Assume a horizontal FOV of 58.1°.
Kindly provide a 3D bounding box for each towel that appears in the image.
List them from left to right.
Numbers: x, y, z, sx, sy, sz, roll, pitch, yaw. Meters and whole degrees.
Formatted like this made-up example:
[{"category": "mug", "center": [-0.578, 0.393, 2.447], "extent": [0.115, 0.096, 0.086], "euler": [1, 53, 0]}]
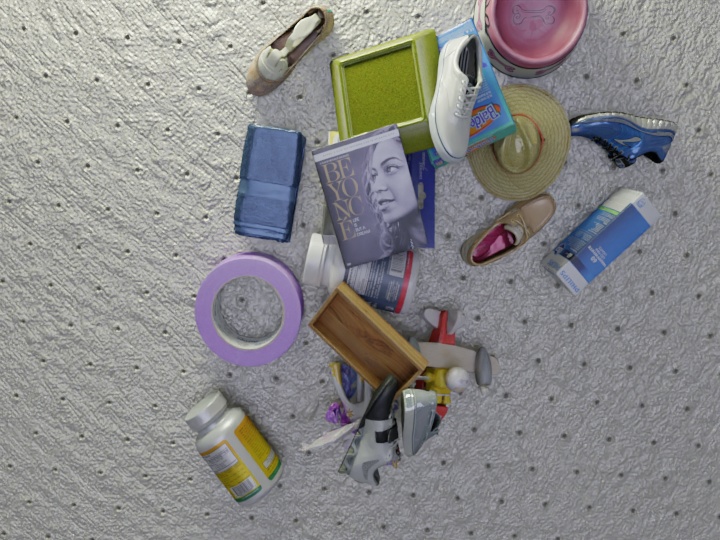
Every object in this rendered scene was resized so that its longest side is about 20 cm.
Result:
[{"category": "towel", "center": [-0.165, -0.157, 1.168], "extent": [0.109, 0.049, 0.205], "euler": [10, 102, -3]}]

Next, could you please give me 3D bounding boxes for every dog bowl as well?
[{"category": "dog bowl", "center": [0.294, -0.434, 1.100], "extent": [0.195, 0.074, 0.205], "euler": [0, 101, 0]}]

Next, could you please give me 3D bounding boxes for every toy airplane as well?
[{"category": "toy airplane", "center": [0.157, 0.169, 1.187], "extent": [0.198, 0.141, 0.202], "euler": [-34, 115, -14]}]

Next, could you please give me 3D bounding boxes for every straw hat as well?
[{"category": "straw hat", "center": [0.270, -0.216, 1.116], "extent": [0.196, 0.085, 0.206], "euler": [4, 105, 15]}]

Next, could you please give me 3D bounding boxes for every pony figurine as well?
[{"category": "pony figurine", "center": [-0.005, 0.268, 1.201], "extent": [0.191, 0.164, 0.205], "euler": [-21, 72, 40]}]

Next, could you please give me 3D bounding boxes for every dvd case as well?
[{"category": "dvd case", "center": [0.016, -0.119, 1.061], "extent": [0.145, 0.016, 0.205], "euler": [-15, 100, 5]}]

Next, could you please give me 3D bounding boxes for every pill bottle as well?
[{"category": "pill bottle", "center": [-0.244, 0.336, 1.236], "extent": [0.112, 0.113, 0.202], "euler": [-34, 100, 7]}, {"category": "pill bottle", "center": [0.000, 0.000, 1.165], "extent": [0.195, 0.120, 0.122], "euler": [13, 102, -2]}]

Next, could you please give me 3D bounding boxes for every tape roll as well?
[{"category": "tape roll", "center": [-0.204, 0.071, 1.207], "extent": [0.195, 0.066, 0.205], "euler": [0, 102, 1]}]

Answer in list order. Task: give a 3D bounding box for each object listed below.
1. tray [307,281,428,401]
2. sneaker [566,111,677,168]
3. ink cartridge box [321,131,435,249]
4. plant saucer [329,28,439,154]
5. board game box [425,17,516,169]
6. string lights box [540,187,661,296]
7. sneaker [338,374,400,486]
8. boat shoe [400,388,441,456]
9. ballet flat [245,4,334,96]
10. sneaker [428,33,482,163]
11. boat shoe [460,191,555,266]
[{"category": "tray", "center": [0.012, 0.124, 1.111], "extent": [0.199, 0.037, 0.099], "euler": [43, 120, 4]}, {"category": "sneaker", "center": [0.456, -0.229, 1.141], "extent": [0.195, 0.079, 0.091], "euler": [8, 99, -2]}, {"category": "ink cartridge box", "center": [0.035, -0.141, 1.129], "extent": [0.195, 0.047, 0.202], "euler": [2, 71, 2]}, {"category": "plant saucer", "center": [0.041, -0.293, 1.084], "extent": [0.195, 0.048, 0.205], "euler": [-11, 81, 19]}, {"category": "board game box", "center": [0.157, -0.297, 1.092], "extent": [0.149, 0.045, 0.204], "euler": [-22, 77, 15]}, {"category": "string lights box", "center": [0.426, -0.055, 1.163], "extent": [0.059, 0.103, 0.200], "euler": [44, 99, -9]}, {"category": "sneaker", "center": [0.038, 0.271, 1.087], "extent": [0.087, 0.074, 0.204], "euler": [24, 110, 8]}, {"category": "boat shoe", "center": [0.107, 0.269, 1.129], "extent": [0.070, 0.071, 0.203], "euler": [-4, 143, 1]}, {"category": "ballet flat", "center": [-0.127, -0.382, 1.111], "extent": [0.068, 0.067, 0.200], "euler": [44, 98, -8]}, {"category": "sneaker", "center": [0.153, -0.274, 1.018], "extent": [0.071, 0.070, 0.205], "euler": [5, 83, -25]}, {"category": "boat shoe", "center": [0.275, -0.068, 1.177], "extent": [0.198, 0.069, 0.074], "euler": [-37, 100, 7]}]
